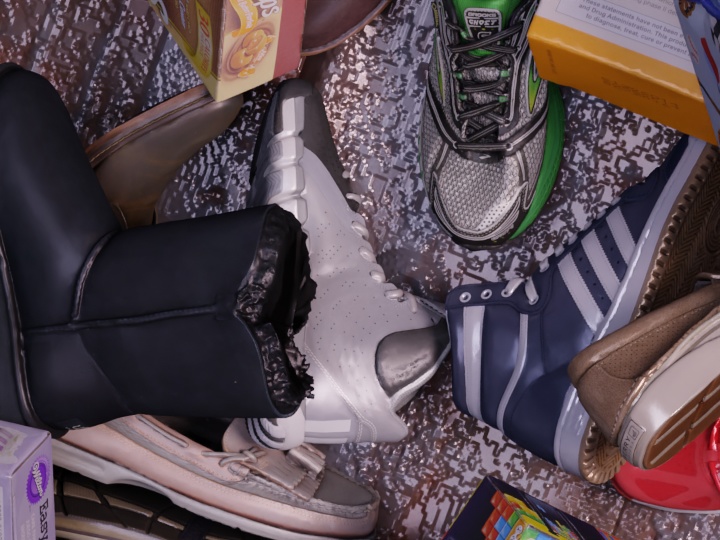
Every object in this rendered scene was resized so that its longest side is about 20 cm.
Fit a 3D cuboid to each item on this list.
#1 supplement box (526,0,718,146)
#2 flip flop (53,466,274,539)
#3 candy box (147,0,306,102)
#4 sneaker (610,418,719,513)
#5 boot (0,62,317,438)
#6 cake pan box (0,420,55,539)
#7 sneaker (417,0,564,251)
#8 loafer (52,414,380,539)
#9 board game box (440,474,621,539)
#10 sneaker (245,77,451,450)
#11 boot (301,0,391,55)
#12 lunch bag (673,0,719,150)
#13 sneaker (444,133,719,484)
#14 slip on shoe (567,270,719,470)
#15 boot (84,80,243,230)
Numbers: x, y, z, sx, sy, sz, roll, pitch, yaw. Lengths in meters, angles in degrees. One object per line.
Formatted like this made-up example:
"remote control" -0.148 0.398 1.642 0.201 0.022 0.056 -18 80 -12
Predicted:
"supplement box" 0.179 -0.172 1.450 0.126 0.074 0.200 23 81 14
"flip flop" -0.102 0.154 1.563 0.200 0.081 0.058 17 109 10
"candy box" -0.098 -0.199 1.504 0.055 0.115 0.200 -25 64 -19
"sneaker" 0.210 0.081 1.445 0.200 0.116 0.078 -13 87 15
"boot" -0.107 -0.017 1.471 0.168 0.076 0.200 -9 83 23
"cake pan box" -0.246 0.150 1.511 0.184 0.052 0.200 10 121 18
"sneaker" 0.061 -0.110 1.502 0.078 0.085 0.200 3 92 16
"loafer" -0.081 0.090 1.534 0.200 0.072 0.063 17 105 1
"board game box" 0.098 0.213 1.449 0.200 0.057 0.165 29 102 -32
"sneaker" 0.000 0.000 1.539 0.115 0.075 0.200 5 74 -12
"boot" -0.006 -0.200 1.477 0.072 0.166 0.200 36 100 13
"lunch bag" 0.265 -0.087 1.332 0.200 0.124 0.170 -21 111 -4
"sneaker" 0.116 0.000 1.496 0.108 0.070 0.200 20 81 34
"slip on shoe" 0.188 0.021 1.438 0.200 0.076 0.061 -36 63 -21
"boot" -0.120 -0.021 1.565 0.200 0.075 0.097 -35 87 24
